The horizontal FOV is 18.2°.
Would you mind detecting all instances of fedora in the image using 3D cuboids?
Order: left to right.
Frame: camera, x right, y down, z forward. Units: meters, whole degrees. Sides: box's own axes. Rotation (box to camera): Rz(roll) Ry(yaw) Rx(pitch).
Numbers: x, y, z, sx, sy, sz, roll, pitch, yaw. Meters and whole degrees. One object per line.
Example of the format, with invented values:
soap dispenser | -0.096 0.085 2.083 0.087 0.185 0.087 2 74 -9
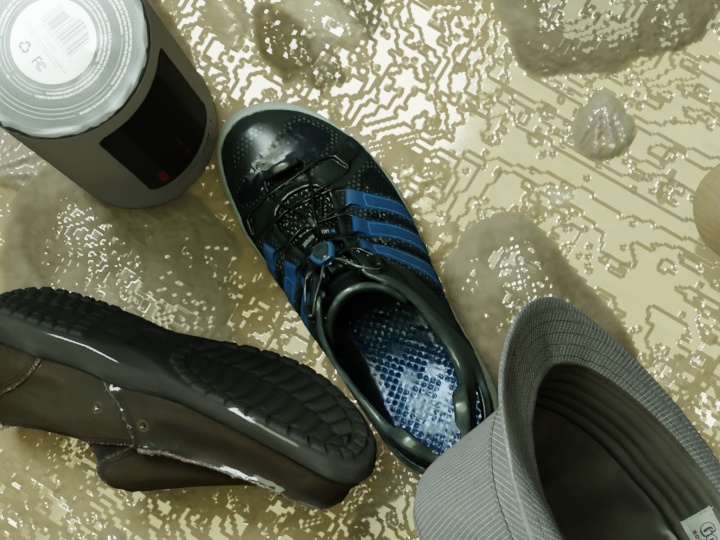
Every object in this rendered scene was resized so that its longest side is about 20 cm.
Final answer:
fedora | 0.090 0.118 0.943 0.090 0.177 0.200 -32 117 30

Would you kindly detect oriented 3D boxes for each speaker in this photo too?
speaker | -0.114 -0.080 0.978 0.081 0.200 0.082 0 83 4

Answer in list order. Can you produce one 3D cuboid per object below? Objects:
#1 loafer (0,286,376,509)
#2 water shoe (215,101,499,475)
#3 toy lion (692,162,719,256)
loafer | -0.084 0.068 1.021 0.200 0.073 0.072 21 111 22
water shoe | 0.000 0.000 1.008 0.071 0.079 0.200 -35 77 2
toy lion | 0.254 -0.034 0.943 0.191 0.069 0.200 33 120 17
